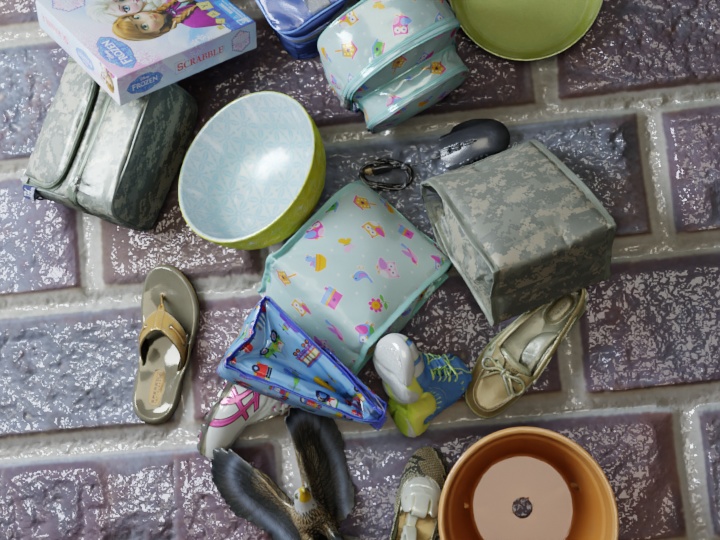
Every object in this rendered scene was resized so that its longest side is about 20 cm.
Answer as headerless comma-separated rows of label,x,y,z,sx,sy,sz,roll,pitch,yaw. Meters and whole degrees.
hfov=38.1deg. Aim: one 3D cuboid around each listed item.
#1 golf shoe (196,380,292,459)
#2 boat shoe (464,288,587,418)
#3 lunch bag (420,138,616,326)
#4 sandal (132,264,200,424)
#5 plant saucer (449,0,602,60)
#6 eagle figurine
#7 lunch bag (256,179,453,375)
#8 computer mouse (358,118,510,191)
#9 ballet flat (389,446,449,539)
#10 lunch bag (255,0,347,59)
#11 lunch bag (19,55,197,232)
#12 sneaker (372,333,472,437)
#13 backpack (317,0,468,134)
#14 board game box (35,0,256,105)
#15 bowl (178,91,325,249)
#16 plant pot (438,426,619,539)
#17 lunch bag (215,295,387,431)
golf shoe,-0.125,0.156,1.285,0.092,0.073,0.201,35,89,7
boat shoe,0.200,0.093,1.259,0.073,0.063,0.201,45,90,9
lunch bag,0.180,-0.059,1.237,0.162,0.118,0.201,-21,51,-10
sandal,-0.252,0.094,1.315,0.079,0.054,0.204,8,85,7
plant saucer,0.210,-0.361,1.323,0.196,0.031,0.204,-1,84,6
eagle figurine,-0.071,0.278,1.250,0.201,0.150,0.152,56,130,34
lunch bag,0.000,0.000,1.262,0.170,0.122,0.200,40,56,9
computer mouse,0.092,-0.145,1.312,0.197,0.034,0.060,-19,83,5
ballet flat,0.064,0.313,1.246,0.067,0.075,0.203,14,86,9
lunch bag,-0.082,-0.385,1.307,0.135,0.132,0.202,-32,82,2
lunch bag,-0.324,-0.163,1.314,0.165,0.139,0.203,19,88,18
sneaker,0.076,0.115,1.218,0.104,0.201,0.076,-32,61,-14
backpack,0.040,-0.262,1.246,0.174,0.200,0.155,-29,82,2
board game box,-0.264,-0.303,1.284,0.198,0.042,0.200,-30,55,-28
bowl,-0.115,-0.106,1.282,0.197,0.108,0.203,-13,62,26
plant pot,0.189,0.280,1.202,0.196,0.140,0.204,-1,85,6
lunch bag,-0.057,0.127,1.191,0.198,0.151,0.095,33,77,-6
